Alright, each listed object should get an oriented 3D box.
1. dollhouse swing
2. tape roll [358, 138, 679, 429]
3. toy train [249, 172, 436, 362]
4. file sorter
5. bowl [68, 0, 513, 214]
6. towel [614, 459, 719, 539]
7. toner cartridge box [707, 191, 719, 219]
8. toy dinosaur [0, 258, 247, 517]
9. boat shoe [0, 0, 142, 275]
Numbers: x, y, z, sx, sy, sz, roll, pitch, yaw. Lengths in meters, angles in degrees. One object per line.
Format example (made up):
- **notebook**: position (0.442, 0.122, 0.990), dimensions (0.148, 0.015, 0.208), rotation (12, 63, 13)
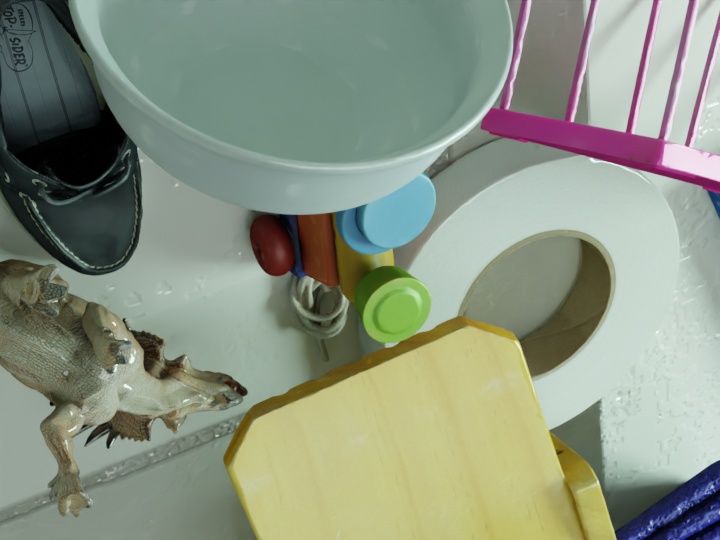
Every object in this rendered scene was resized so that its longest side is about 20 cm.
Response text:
- **dollhouse swing**: position (0.018, 0.119, 1.058), dimensions (0.200, 0.182, 0.176), rotation (-24, 100, -4)
- **tape roll**: position (0.095, 0.013, 1.083), dimensions (0.202, 0.037, 0.203), rotation (-15, 128, -20)
- **toy train**: position (0.000, 0.000, 0.966), dimensions (0.084, 0.116, 0.200), rotation (-19, 129, -17)
- **file sorter**: position (0.194, -0.106, 0.974), dimensions (0.200, 0.139, 0.126), rotation (11, 94, -35)
- **bowl**: position (-0.037, -0.094, 0.845), dimensions (0.201, 0.201, 0.090), rotation (-11, 145, -23)
- **towel**: position (0.185, 0.180, 1.173), dimensions (0.148, 0.050, 0.200), rotation (-35, 169, -4)
- **toner cartridge box**: position (0.294, -0.009, 1.175), dimensions (0.095, 0.043, 0.200), rotation (-35, 132, -2)
- **toy dinosaur**: position (-0.155, 0.034, 0.922), dimensions (0.086, 0.136, 0.200), rotation (-44, 102, 5)
- **boat shoe**: position (-0.140, -0.066, 0.873), dimensions (0.074, 0.066, 0.200), rotation (-20, 129, -16)
